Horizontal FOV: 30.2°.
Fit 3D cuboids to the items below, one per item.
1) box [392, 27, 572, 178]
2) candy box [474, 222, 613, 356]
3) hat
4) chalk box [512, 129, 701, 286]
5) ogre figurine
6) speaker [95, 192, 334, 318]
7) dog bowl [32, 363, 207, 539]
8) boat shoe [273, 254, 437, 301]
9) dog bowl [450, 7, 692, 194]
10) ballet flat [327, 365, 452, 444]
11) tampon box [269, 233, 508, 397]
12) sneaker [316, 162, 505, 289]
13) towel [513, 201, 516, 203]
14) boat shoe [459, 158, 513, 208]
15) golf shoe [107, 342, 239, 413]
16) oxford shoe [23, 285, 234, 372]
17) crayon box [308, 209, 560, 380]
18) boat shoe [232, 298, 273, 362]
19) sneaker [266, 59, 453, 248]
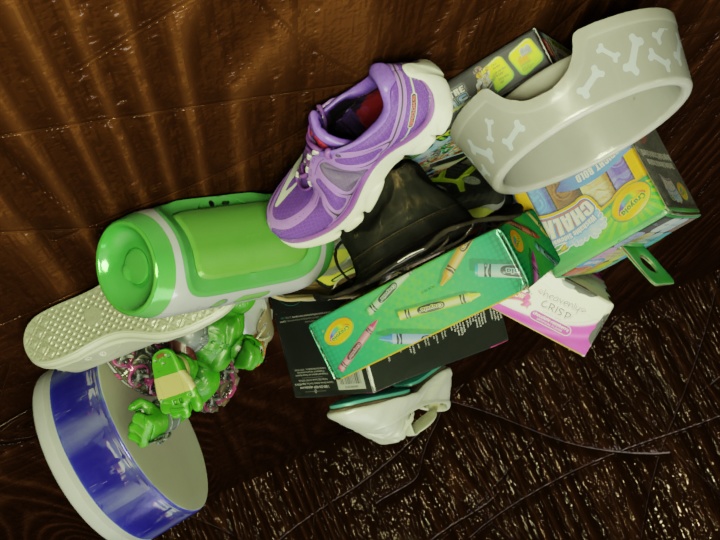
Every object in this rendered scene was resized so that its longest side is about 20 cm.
[{"bbox_3d":[0.083,-0.126,1.111,0.199,0.035,0.110,-30,167,22],"label":"box"},{"bbox_3d":[0.172,0.008,1.324,0.061,0.136,0.200,-63,179,11],"label":"candy box"},{"bbox_3d":[0.034,-0.044,1.083,0.200,0.081,0.201,-23,179,-1],"label":"hat"},{"bbox_3d":[0.224,-0.070,1.233,0.123,0.201,0.124,-30,167,25],"label":"chalk box"},{"bbox_3d":[-0.145,0.061,1.234,0.097,0.201,0.120,7,-176,14],"label":"ogre figurine"},{"bbox_3d":[-0.113,-0.014,1.074,0.088,0.089,0.199,-34,165,38],"label":"speaker"},{"bbox_3d":[-0.240,0.173,1.349,0.079,0.201,0.200,-29,168,10],"label":"dog bowl"},{"bbox_3d":[0.000,0.000,1.282,0.199,0.063,0.074,-8,126,-14],"label":"boat shoe"},{"bbox_3d":[0.172,-0.127,1.059,0.199,0.059,0.200,-24,166,-6],"label":"dog bowl"},{"bbox_3d":[0.041,0.148,1.409,0.069,0.070,0.200,-33,171,35],"label":"ballet flat"},{"bbox_3d":[0.030,0.049,1.448,0.199,0.127,0.150,-16,-177,-37],"label":"tampon box"},{"bbox_3d":[0.037,-0.043,1.226,0.199,0.076,0.077,-14,126,-8],"label":"sneaker"},{"bbox_3d":[0.234,-0.064,1.436,0.132,0.035,0.200,15,-164,18],"label":"towel"},{"bbox_3d":[0.066,-0.046,1.342,0.199,0.066,0.074,-28,168,14],"label":"boat shoe"},{"bbox_3d":[-0.209,0.085,1.333,0.073,0.092,0.200,-59,146,-6],"label":"golf shoe"},{"bbox_3d":[-0.196,0.039,1.164,0.199,0.076,0.058,-20,158,11],"label":"oxford shoe"},{"bbox_3d":[0.066,0.020,1.175,0.199,0.059,0.119,-27,180,24],"label":"crayon box"},{"bbox_3d":[-0.120,0.051,1.385,0.074,0.069,0.200,-24,168,-6],"label":"boat shoe"},{"bbox_3d":[-0.019,-0.094,1.002,0.083,0.081,0.200,4,143,-40],"label":"sneaker"}]
